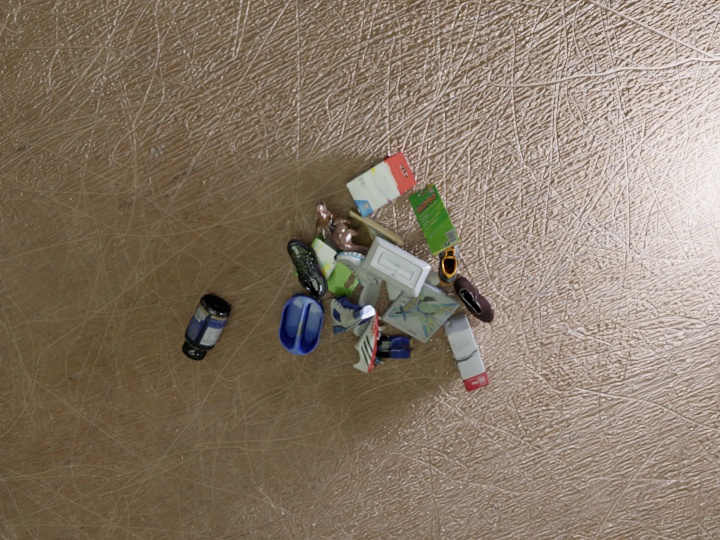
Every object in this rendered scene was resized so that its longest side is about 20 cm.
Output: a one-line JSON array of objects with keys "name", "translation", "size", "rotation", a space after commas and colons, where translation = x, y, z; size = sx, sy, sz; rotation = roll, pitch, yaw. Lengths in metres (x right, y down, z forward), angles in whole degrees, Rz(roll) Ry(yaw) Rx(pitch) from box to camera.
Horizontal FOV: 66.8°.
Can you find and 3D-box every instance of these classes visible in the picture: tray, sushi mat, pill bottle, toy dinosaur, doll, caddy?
[{"name": "tray", "translation": [0.110, -0.011, 1.665], "size": [0.195, 0.022, 0.110], "rotation": [28, 90, -1]}, {"name": "sushi mat", "translation": [0.048, -0.138, 1.704], "size": [0.195, 0.096, 0.012], "rotation": [30, 106, -5]}, {"name": "pill bottle", "translation": [-0.521, 0.194, 1.829], "size": [0.109, 0.112, 0.204], "rotation": [29, 106, -5]}, {"name": "toy dinosaur", "translation": [-0.068, -0.115, 1.674], "size": [0.202, 0.135, 0.086], "rotation": [51, 124, 7]}, {"name": "doll", "translation": [0.083, 0.252, 1.836], "size": [0.192, 0.049, 0.142], "rotation": [-1, 103, 9]}, {"name": "caddy", "translation": [-0.194, 0.175, 1.803], "size": [0.136, 0.105, 0.207], "rotation": [13, 106, -1]}]

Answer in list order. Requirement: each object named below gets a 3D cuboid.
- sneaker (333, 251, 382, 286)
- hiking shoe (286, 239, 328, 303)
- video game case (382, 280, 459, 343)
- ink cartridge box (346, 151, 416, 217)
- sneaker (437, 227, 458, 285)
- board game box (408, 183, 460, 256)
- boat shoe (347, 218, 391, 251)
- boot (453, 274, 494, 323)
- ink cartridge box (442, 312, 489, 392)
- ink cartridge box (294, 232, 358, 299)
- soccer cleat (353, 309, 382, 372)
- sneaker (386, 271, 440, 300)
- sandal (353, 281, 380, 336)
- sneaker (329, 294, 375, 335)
[{"name": "sneaker", "translation": [0.000, 0.000, 1.704], "size": [0.195, 0.074, 0.090], "rotation": [18, 79, -30]}, {"name": "hiking shoe", "translation": [-0.163, -0.003, 1.676], "size": [0.074, 0.101, 0.204], "rotation": [-30, 102, 12]}, {"name": "video game case", "translation": [0.193, 0.130, 1.761], "size": [0.178, 0.022, 0.202], "rotation": [28, 123, -15]}, {"name": "ink cartridge box", "translation": [0.065, -0.270, 1.681], "size": [0.195, 0.067, 0.119], "rotation": [-28, 103, 11]}, {"name": "sneaker", "translation": [0.275, -0.060, 1.700], "size": [0.075, 0.077, 0.209], "rotation": [-3, 82, 2]}, {"name": "board game box", "translation": [0.226, -0.158, 1.683], "size": [0.093, 0.030, 0.206], "rotation": [-25, 75, 11]}, {"name": "boat shoe", "translation": [0.041, -0.099, 1.734], "size": [0.200, 0.069, 0.072], "rotation": [45, 126, 11]}, {"name": "boot", "translation": [0.361, 0.111, 1.715], "size": [0.072, 0.167, 0.201], "rotation": [-38, 100, 13]}, {"name": "ink cartridge box", "translation": [0.340, 0.260, 1.768], "size": [0.080, 0.147, 0.206], "rotation": [-20, 104, 8]}, {"name": "ink cartridge box", "translation": [-0.093, 0.001, 1.764], "size": [0.197, 0.076, 0.150], "rotation": [34, 105, -4]}, {"name": "soccer cleat", "translation": [0.022, 0.228, 1.791], "size": [0.082, 0.069, 0.209], "rotation": [7, 88, 7]}, {"name": "sneaker", "translation": [0.173, 0.030, 1.757], "size": [0.193, 0.071, 0.083], "rotation": [-17, 101, 9]}, {"name": "sandal", "translation": [0.008, 0.114, 1.799], "size": [0.049, 0.081, 0.210], "rotation": [26, 104, 40]}, {"name": "sneaker", "translation": [-0.046, 0.129, 1.746], "size": [0.198, 0.079, 0.119], "rotation": [-30, 79, 51]}]
